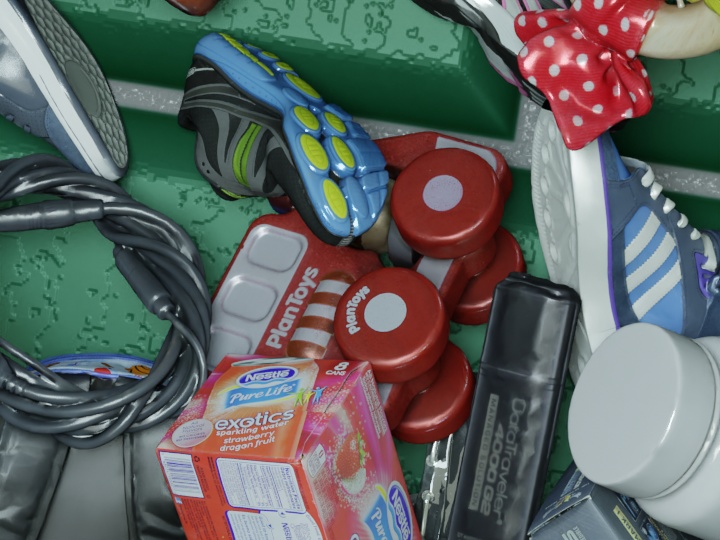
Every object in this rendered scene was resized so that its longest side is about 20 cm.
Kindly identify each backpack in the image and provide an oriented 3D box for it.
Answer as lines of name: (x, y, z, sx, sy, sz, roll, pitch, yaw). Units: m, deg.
backpack: (-0.158, 0.147, 1.375, 0.198, 0.154, 0.192, 8, 102, -4)

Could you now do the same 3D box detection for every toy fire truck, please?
toy fire truck: (0.000, 0.000, 1.362, 0.167, 0.112, 0.201, 17, 68, 22)

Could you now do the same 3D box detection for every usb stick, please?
usb stick: (0.088, 0.102, 1.332, 0.055, 0.033, 0.202, 13, 97, 23)

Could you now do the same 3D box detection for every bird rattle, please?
bird rattle: (0.167, -0.163, 1.228, 0.199, 0.112, 0.164, -4, 108, 39)

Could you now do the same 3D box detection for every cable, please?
cable: (-0.170, 0.017, 1.326, 0.199, 0.051, 0.163, 30, 53, 11)

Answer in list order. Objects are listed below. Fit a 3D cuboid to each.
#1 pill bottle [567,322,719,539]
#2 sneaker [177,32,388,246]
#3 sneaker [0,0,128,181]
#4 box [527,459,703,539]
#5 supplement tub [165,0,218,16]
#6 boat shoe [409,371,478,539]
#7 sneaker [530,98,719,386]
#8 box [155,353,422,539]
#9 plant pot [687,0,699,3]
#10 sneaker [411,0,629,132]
pill bottle: (0.224, 0.105, 1.309, 0.199, 0.113, 0.114, 22, 97, -30)
sneaker: (-0.050, -0.068, 1.352, 0.070, 0.200, 0.083, 10, 114, -40)
sneaker: (-0.247, -0.114, 1.401, 0.146, 0.077, 0.203, -32, 100, 15)
box: (0.188, 0.200, 1.344, 0.051, 0.158, 0.201, -35, 92, 20)
supplement tub: (-0.073, -0.258, 1.356, 0.107, 0.107, 0.200, 41, 97, 0)
boat shoe: (0.048, 0.159, 1.397, 0.068, 0.074, 0.201, 17, 102, 11)
sneaker: (0.188, -0.021, 1.355, 0.145, 0.081, 0.202, -14, 105, -14)
box: (-0.030, 0.155, 1.305, 0.099, 0.096, 0.201, 2, 125, 29)
plant pot: (0.259, -0.227, 1.296, 0.199, 0.200, 0.177, 31, 110, 2)
sneaker: (0.101, -0.168, 1.367, 0.200, 0.080, 0.086, 40, 86, -5)
